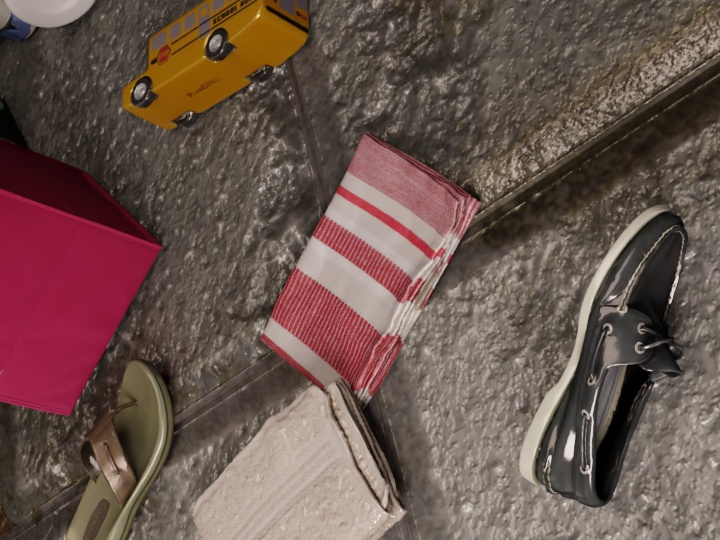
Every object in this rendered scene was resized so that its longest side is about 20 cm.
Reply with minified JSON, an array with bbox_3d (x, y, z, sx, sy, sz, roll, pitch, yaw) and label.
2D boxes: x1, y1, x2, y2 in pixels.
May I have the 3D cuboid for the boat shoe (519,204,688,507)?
[{"bbox_3d":[0.170,0.059,0.772,0.066,0.074,0.200,32,98,42],"label":"boat shoe"}]

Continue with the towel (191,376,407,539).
[{"bbox_3d":[-0.054,0.188,0.950,0.200,0.034,0.133,-48,51,26],"label":"towel"}]

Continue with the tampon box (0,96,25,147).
[{"bbox_3d":[-0.475,-0.125,1.383,0.126,0.150,0.200,-52,48,17],"label":"tampon box"}]

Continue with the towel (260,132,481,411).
[{"bbox_3d":[0.000,0.000,0.987,0.144,0.023,0.200,36,101,45],"label":"towel"}]

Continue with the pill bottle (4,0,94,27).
[{"bbox_3d":[-0.380,-0.380,1.411,0.112,0.112,0.200,-48,49,20],"label":"pill bottle"}]

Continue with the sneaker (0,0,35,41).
[{"bbox_3d":[-0.491,-0.326,1.494,0.199,0.115,0.081,-3,73,42],"label":"sneaker"}]

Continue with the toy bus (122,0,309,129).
[{"bbox_3d":[-0.142,-0.208,1.161,0.200,0.065,0.078,-24,60,36],"label":"toy bus"}]

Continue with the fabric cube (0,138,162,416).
[{"bbox_3d":[-0.355,-0.006,1.196,0.196,0.200,0.200,40,103,44],"label":"fabric cube"}]

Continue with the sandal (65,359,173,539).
[{"bbox_3d":[-0.227,0.179,1.110,0.080,0.057,0.201,20,90,45],"label":"sandal"}]
